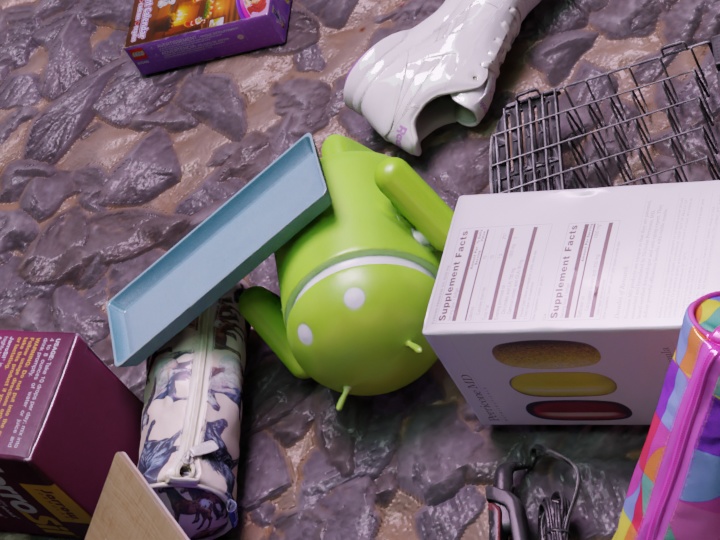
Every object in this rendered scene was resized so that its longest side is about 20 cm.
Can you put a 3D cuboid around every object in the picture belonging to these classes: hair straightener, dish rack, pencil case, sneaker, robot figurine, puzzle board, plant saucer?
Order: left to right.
[{"bbox_3d":[-0.129,0.235,1.261,0.200,0.017,0.152,45,121,43],"label":"puzzle board"},{"bbox_3d":[-0.116,0.091,1.374,0.090,0.077,0.201,124,155,-47],"label":"pencil case"},{"bbox_3d":[-0.097,-0.011,1.357,0.200,0.019,0.070,-40,38,19],"label":"plant saucer"},{"bbox_3d":[0.000,0.000,1.360,0.175,0.115,0.201,-39,40,28],"label":"robot figurine"},{"bbox_3d":[0.086,-0.164,1.487,0.200,0.075,0.100,-40,65,-5],"label":"sneaker"},{"bbox_3d":[0.114,0.190,1.210,0.076,0.041,0.201,-13,46,20],"label":"hair straightener"},{"bbox_3d":[0.186,-0.079,1.365,0.198,0.055,0.154,-16,48,20],"label":"dish rack"},{"bbox_3d":[0.196,0.114,1.120,0.088,0.088,0.202,36,121,42],"label":"pencil case"}]

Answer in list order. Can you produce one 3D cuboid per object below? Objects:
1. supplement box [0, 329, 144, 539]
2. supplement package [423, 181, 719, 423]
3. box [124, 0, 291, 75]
[{"bbox_3d":[-0.263,0.116,1.407,0.198,0.131,0.104,1,57,30],"label":"supplement box"},{"bbox_3d":[0.158,0.024,1.247,0.198,0.114,0.110,-3,53,29],"label":"supplement package"},{"bbox_3d":[-0.121,-0.266,1.688,0.136,0.039,0.201,-10,51,21],"label":"box"}]
